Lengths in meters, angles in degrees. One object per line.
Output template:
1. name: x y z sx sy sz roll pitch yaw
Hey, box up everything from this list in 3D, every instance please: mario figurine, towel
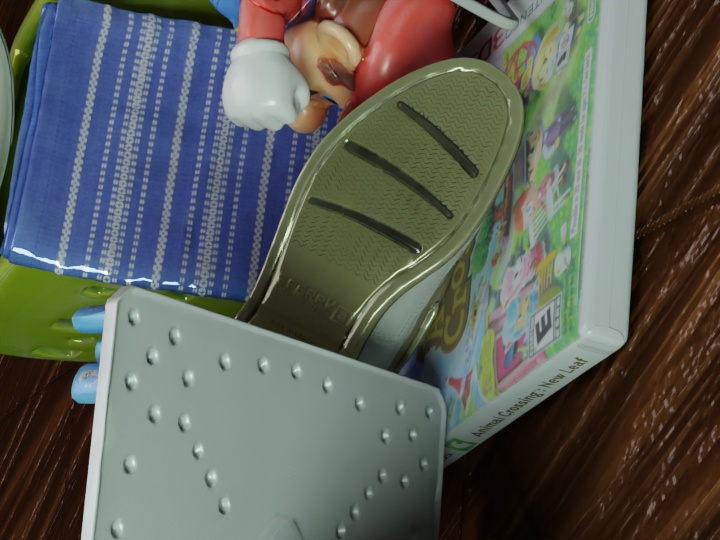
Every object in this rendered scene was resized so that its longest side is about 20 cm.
1. mario figurine: -0.046 -0.114 0.924 0.123 0.200 0.106 -44 -8 -24
2. towel: -0.058 -0.053 0.951 0.024 0.200 0.145 107 170 -62

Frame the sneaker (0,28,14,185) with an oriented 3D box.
1. sneaker: -0.205 -0.039 1.020 0.071 0.073 0.200 4 88 63

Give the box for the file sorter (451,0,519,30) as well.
1. file sorter: 0.052 -0.223 0.848 0.200 0.124 0.139 -59 22 16

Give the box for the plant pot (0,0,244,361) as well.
1. plant pot: -0.097 -0.052 1.093 0.199 0.181 0.200 143 139 -63

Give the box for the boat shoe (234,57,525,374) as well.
1. boat shoe: 0.000 0.000 0.854 0.200 0.075 0.068 -54 -14 3

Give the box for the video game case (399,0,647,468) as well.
1. video game case: 0.063 -0.030 0.855 0.182 0.022 0.200 136 145 -58

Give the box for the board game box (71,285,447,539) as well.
1. board game box: -0.039 0.124 0.737 0.026 0.200 0.200 -5 74 35
